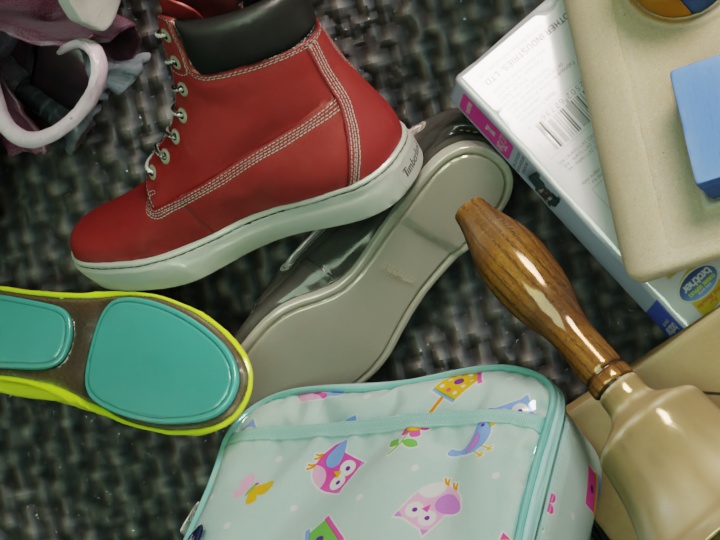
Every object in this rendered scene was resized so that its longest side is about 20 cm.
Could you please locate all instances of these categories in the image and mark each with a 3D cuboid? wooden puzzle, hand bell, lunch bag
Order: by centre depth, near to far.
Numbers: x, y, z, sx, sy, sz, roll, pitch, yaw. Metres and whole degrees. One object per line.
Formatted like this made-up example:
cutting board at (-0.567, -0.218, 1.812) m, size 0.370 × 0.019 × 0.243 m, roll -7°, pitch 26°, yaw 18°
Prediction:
wooden puzzle at (0.181, -0.109, 0.960) m, size 0.199 × 0.046 × 0.186 m, roll -19°, pitch 72°, yaw 25°
hand bell at (0.108, 0.043, 0.989) m, size 0.104 × 0.104 × 0.200 m, roll -43°, pitch 68°, yaw 13°
lunch bag at (0.008, 0.122, 1.045) m, size 0.199 × 0.077 × 0.161 m, roll -6°, pitch 48°, yaw 30°

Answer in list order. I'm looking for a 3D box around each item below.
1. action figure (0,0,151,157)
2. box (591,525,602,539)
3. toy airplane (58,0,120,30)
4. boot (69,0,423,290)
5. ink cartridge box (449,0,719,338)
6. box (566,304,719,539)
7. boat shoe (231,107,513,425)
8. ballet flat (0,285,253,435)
action figure at (-0.210, -0.138, 1.115) m, size 0.200 × 0.149 × 0.134 m, roll 44°, pitch 109°, yaw -5°
box at (0.075, 0.220, 1.104) m, size 0.159 × 0.049 × 0.201 m, roll -29°, pitch 86°, yaw 17°
toy airplane at (-0.174, -0.169, 0.980) m, size 0.199 × 0.200 × 0.141 m, roll 31°, pitch 71°, yaw 3°
boot at (-0.087, -0.073, 1.075) m, size 0.199 × 0.073 × 0.144 m, roll -20°, pitch 123°, yaw 30°
ink cartridge box at (0.151, -0.051, 1.051) m, size 0.119 × 0.042 × 0.200 m, roll -40°, pitch 80°, yaw -11°
box at (0.187, 0.098, 1.016) m, size 0.164 × 0.021 × 0.200 m, roll 51°, pitch 139°, yaw 0°
boat shoe at (0.000, 0.000, 1.114) m, size 0.067 × 0.057 × 0.200 m, roll 36°, pitch 109°, yaw -26°
ballet flat at (-0.131, 0.044, 1.129) m, size 0.199 × 0.067 × 0.067 m, roll 10°, pitch 80°, yaw 26°
